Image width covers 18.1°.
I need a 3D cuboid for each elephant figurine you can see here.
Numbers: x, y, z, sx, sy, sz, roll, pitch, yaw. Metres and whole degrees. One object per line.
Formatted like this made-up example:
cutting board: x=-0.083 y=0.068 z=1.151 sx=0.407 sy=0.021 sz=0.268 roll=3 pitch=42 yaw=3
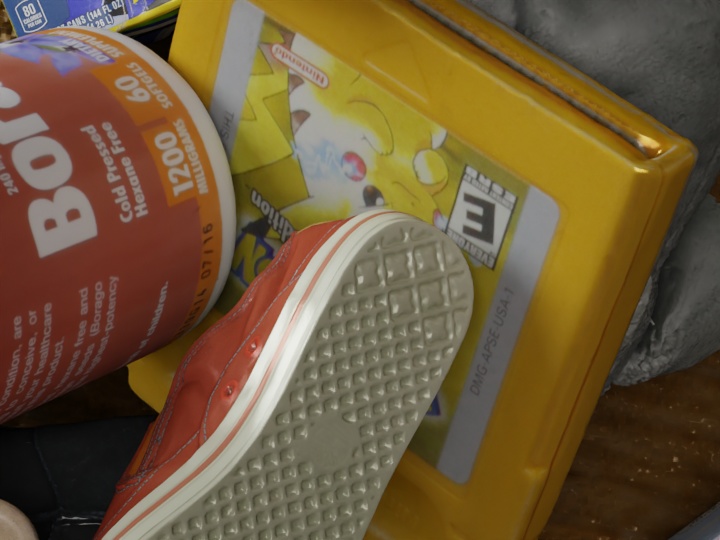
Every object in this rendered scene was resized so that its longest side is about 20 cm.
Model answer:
elephant figurine: x=0.066 y=-0.008 z=0.759 sx=0.141 sy=0.155 sz=0.200 roll=-4 pitch=95 yaw=-20

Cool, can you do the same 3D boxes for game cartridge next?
game cartridge: x=0.000 y=0.000 z=0.720 sx=0.176 sy=0.032 sz=0.200 roll=35 pitch=128 yaw=23

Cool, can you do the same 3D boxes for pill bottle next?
pill bottle: x=-0.138 y=-0.001 z=0.675 sx=0.112 sy=0.200 sz=0.112 roll=15 pitch=115 yaw=33

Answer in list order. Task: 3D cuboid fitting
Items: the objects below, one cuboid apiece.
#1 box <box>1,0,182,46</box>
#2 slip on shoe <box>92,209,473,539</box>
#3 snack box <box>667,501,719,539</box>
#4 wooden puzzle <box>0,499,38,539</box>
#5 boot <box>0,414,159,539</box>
box: x=-0.030 y=-0.137 z=0.776 sx=0.200 sy=0.064 sz=0.070 roll=-23 pitch=90 yaw=9
slip on shoe: x=-0.040 y=0.068 z=0.657 sx=0.074 sy=0.061 sz=0.200 roll=40 pitch=75 yaw=-29
snack box: x=0.228 y=0.131 z=0.778 sx=0.169 sy=0.068 sz=0.200 roll=-35 pitch=90 yaw=2
wooden puzzle: x=-0.191 y=0.162 z=0.651 sx=0.185 sy=0.037 sz=0.200 roll=1 pitch=71 yaw=13
boot: x=-0.143 y=0.124 z=0.703 sx=0.200 sy=0.066 sz=0.165 roll=-2 pitch=62 yaw=4
